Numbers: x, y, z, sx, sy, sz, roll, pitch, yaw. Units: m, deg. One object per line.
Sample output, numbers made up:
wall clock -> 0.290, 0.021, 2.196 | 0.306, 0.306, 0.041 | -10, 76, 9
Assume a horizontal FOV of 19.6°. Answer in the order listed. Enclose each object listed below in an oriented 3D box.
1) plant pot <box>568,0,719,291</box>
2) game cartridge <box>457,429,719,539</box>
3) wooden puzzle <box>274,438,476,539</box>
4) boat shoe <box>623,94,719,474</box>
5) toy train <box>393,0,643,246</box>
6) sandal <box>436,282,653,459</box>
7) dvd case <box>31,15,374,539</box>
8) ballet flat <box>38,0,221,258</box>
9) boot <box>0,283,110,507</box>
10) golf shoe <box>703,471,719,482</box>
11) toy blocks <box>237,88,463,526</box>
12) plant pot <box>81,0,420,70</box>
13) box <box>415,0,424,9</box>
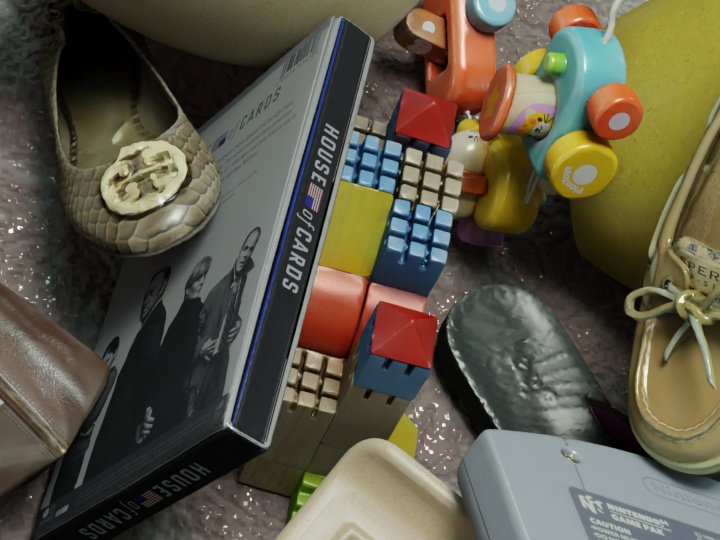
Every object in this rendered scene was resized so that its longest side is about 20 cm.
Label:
plant pot -> 0.171, -0.055, 0.957 | 0.141, 0.201, 0.201 | 0, 54, 15
game cartridge -> 0.133, 0.127, 0.794 | 0.199, 0.042, 0.133 | 20, 22, -21
wooden puzzle -> 0.012, 0.195, 0.794 | 0.185, 0.046, 0.200 | 37, 77, 11
boat shoe -> 0.150, -0.020, 0.823 | 0.073, 0.063, 0.201 | 16, 83, 28
toy train -> 0.060, -0.092, 0.940 | 0.055, 0.200, 0.151 | 4, 81, -21
sandal -> 0.104, 0.089, 0.909 | 0.075, 0.048, 0.201 | -29, 75, -30
dvd case -> -0.063, 0.007, 0.848 | 0.025, 0.150, 0.201 | 31, 52, -22
ballet flat -> -0.106, -0.070, 0.893 | 0.067, 0.047, 0.200 | -19, 35, -4
boot -> -0.161, -0.008, 0.866 | 0.200, 0.064, 0.186 | 38, 69, 18
golf shoe -> 0.210, 0.109, 0.901 | 0.199, 0.075, 0.092 | 23, 65, -24
toy blocks -> 0.000, 0.000, 0.879 | 0.099, 0.137, 0.201 | 16, 55, -8
plant pot -> -0.032, -0.164, 0.904 | 0.134, 0.200, 0.201 | 44, 52, -18
box -> 0.085, -0.195, 1.047 | 0.199, 0.110, 0.035 | -25, 69, -29
